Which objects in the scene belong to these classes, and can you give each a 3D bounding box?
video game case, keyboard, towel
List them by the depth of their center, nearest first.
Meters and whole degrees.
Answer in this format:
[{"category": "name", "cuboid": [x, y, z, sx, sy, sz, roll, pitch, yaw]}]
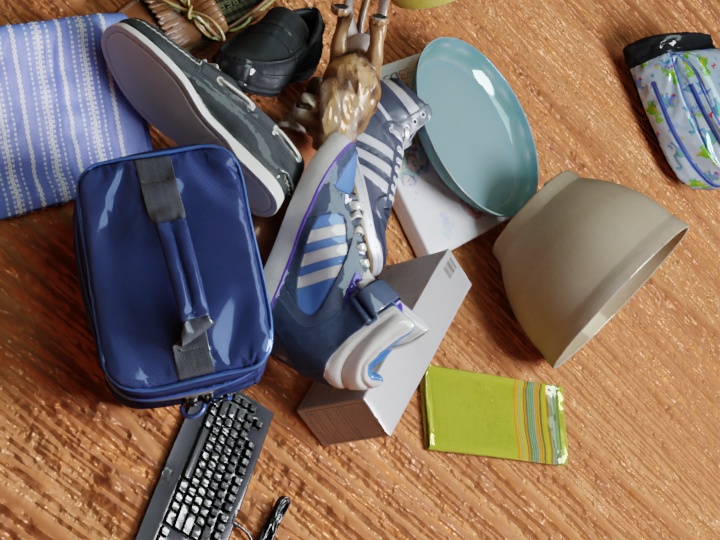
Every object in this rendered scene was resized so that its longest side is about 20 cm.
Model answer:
[{"category": "towel", "cuboid": [-0.246, -0.119, 1.004, 0.199, 0.024, 0.147, -20, 108, -46]}, {"category": "keyboard", "cuboid": [-0.109, 0.195, 1.036, 0.127, 0.021, 0.201, 38, 51, -25]}, {"category": "towel", "cuboid": [0.137, 0.145, 1.291, 0.199, 0.018, 0.087, 13, 63, -39]}, {"category": "video game case", "cuboid": [0.079, -0.127, 1.348, 0.181, 0.024, 0.202, -27, 92, -46]}]

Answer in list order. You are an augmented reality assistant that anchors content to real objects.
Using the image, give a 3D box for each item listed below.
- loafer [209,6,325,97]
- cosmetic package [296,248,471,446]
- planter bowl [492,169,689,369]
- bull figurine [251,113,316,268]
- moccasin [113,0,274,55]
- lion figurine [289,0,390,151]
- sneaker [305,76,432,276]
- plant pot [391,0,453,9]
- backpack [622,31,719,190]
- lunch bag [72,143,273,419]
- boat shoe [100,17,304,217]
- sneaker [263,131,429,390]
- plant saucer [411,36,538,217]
[{"category": "loafer", "cuboid": [-0.080, -0.201, 1.153, 0.068, 0.071, 0.201, 23, 21, 9]}, {"category": "cosmetic package", "cuboid": [0.025, 0.068, 1.170, 0.051, 0.082, 0.201, 55, 45, -24]}, {"category": "planter bowl", "cuboid": [0.221, -0.016, 1.334, 0.135, 0.201, 0.200, 44, 43, 13]}, {"category": "bull figurine", "cuboid": [-0.094, -0.084, 1.139, 0.121, 0.065, 0.201, 33, 51, -24]}, {"category": "moccasin", "cuboid": [-0.145, -0.226, 1.137, 0.200, 0.077, 0.074, -27, 91, -41]}, {"category": "lion figurine", "cuboid": [-0.004, -0.194, 1.179, 0.072, 0.124, 0.200, 14, 32, 8]}, {"category": "sneaker", "cuboid": [0.022, -0.096, 1.228, 0.107, 0.070, 0.202, -8, 74, -24]}, {"category": "plant pot", "cuboid": [0.063, -0.358, 1.337, 0.200, 0.198, 0.143, -54, 136, -42]}, {"category": "backpack", "cuboid": [0.433, -0.202, 1.647, 0.162, 0.153, 0.203, -9, 91, -51]}, {"category": "lunch bag", "cuboid": [-0.141, 0.013, 0.971, 0.134, 0.132, 0.202, -12, 78, -9]}, {"category": "boat shoe", "cuboid": [-0.126, -0.133, 1.054, 0.200, 0.075, 0.061, 50, 53, -21]}, {"category": "sneaker", "cuboid": [0.000, 0.000, 1.086, 0.145, 0.081, 0.202, 22, 82, 5]}, {"category": "plant saucer", "cuboid": [0.116, -0.146, 1.345, 0.199, 0.027, 0.202, 27, 51, -38]}]
